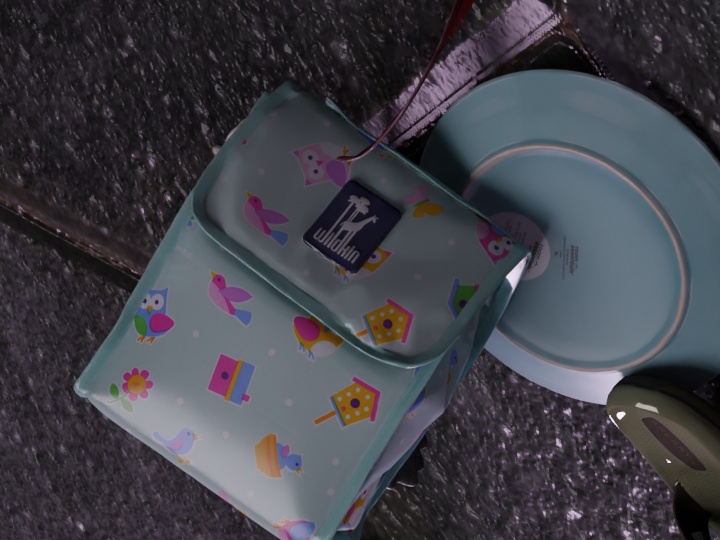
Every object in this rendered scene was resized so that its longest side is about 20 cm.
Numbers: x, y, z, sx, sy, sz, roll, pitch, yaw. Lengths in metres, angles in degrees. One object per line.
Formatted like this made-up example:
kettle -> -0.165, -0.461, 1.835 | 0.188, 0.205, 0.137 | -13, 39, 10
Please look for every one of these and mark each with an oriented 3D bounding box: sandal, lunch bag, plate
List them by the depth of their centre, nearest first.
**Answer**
plate -> 0.113, -0.010, 1.431 | 0.199, 0.026, 0.201 | 16, 126, 23
lunch bag -> -0.026, 0.024, 1.435 | 0.170, 0.122, 0.200 | 35, 101, 12
sandal -> 0.198, 0.136, 1.454 | 0.201, 0.057, 0.080 | 42, 150, -14

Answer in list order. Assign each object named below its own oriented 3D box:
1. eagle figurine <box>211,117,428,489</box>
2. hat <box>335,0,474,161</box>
eagle figurine -> 0.005, -0.001, 1.547 | 0.200, 0.151, 0.152 | 51, 138, 26
hat -> 0.082, -0.162, 1.240 | 0.165, 0.176, 0.201 | 17, 132, 44
